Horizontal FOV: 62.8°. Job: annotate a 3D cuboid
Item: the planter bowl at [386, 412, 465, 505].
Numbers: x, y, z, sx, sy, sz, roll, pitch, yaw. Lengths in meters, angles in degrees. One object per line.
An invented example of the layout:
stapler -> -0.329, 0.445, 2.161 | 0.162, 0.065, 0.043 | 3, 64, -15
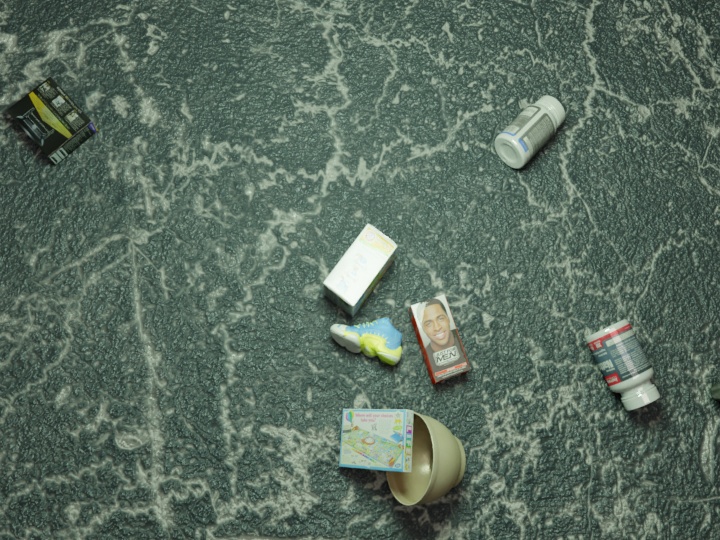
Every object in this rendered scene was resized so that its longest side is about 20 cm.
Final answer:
planter bowl -> 0.164, 0.446, 1.394 | 0.131, 0.199, 0.207 | 12, 71, -28

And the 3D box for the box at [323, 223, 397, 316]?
box -> 0.000, 0.000, 1.544 | 0.100, 0.113, 0.202 | 35, 75, 9

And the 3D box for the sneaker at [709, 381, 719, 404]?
sneaker -> 0.978, 0.319, 1.514 | 0.195, 0.098, 0.073 | 13, 58, -23

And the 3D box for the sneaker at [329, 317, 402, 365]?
sneaker -> 0.021, 0.163, 1.527 | 0.195, 0.076, 0.107 | 25, 62, -3

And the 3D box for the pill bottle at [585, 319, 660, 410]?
pill bottle -> 0.669, 0.241, 1.497 | 0.116, 0.120, 0.205 | -21, 75, -8

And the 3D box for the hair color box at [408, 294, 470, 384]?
hair color box -> 0.202, 0.178, 1.528 | 0.098, 0.061, 0.206 | -17, 74, -6

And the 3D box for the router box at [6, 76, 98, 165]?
router box -> -0.867, -0.423, 1.664 | 0.157, 0.052, 0.200 | -43, 80, -13

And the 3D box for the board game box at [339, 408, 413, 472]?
board game box -> 0.036, 0.402, 1.407 | 0.196, 0.034, 0.139 | -10, 69, 39

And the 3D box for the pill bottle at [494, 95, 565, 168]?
pill bottle -> 0.484, -0.397, 1.678 | 0.199, 0.114, 0.114 | -43, 79, -13
